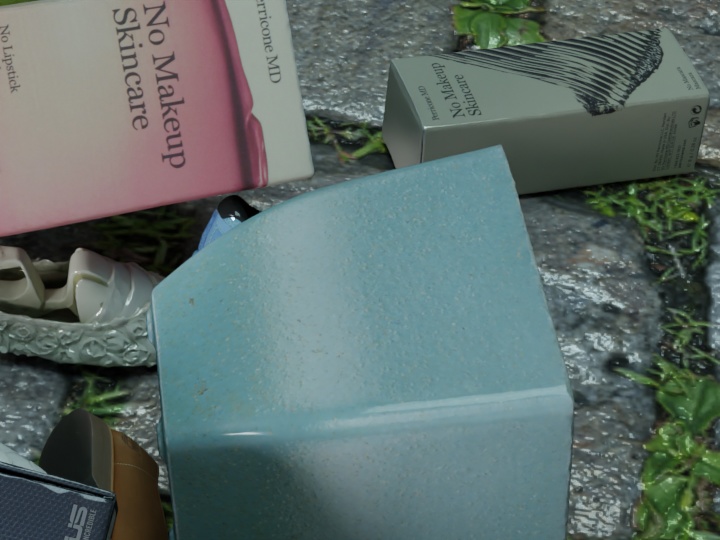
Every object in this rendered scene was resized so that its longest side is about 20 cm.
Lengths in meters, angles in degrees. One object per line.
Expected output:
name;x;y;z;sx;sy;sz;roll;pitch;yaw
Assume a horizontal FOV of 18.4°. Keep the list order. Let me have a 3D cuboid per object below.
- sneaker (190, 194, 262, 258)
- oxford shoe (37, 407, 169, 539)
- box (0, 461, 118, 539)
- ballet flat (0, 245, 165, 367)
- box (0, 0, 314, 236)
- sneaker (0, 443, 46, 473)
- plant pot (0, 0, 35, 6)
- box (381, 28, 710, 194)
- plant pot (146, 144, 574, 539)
sneaker;0.000;0.000;1.297;0.199;0.090;0.078;7;24;-13
oxford shoe;-0.127;0.166;1.143;0.071;0.071;0.200;30;43;-32
box;-0.208;0.178;0.990;0.157;0.051;0.201;15;75;-1
ballet flat;-0.185;0.016;1.298;0.199;0.072;0.072;3;42;-4
box;-0.144;-0.097;1.286;0.200;0.128;0.109;-12;5;-21
sneaker;-0.229;0.105;1.148;0.200;0.100;0.075;22;69;37
plant pot;-0.250;-0.162;1.391;0.200;0.193;0.201;3;43;-3
box;0.121;-0.101;1.457;0.199;0.068;0.082;-8;44;-16
plant pot;-0.007;0.077;1.165;0.199;0.197;0.196;-7;43;-5
